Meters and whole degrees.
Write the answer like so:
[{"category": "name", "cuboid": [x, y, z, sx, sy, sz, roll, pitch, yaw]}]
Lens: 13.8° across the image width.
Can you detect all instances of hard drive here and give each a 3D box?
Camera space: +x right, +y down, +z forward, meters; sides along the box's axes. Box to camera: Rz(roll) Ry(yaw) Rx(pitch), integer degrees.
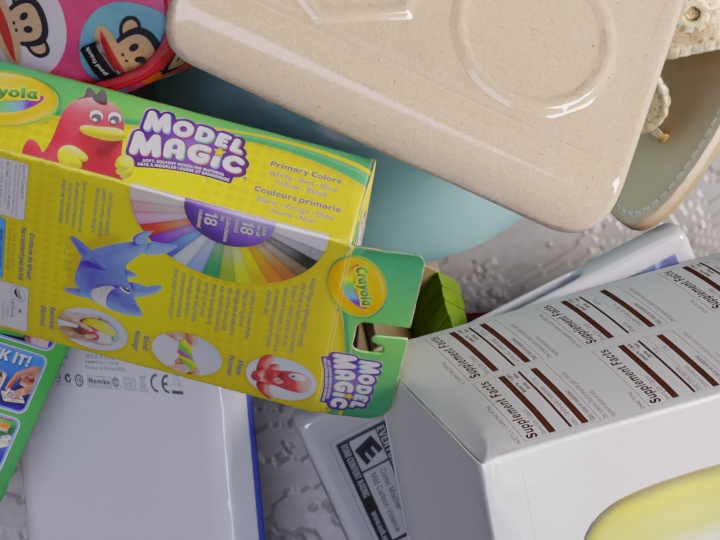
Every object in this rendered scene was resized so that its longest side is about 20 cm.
[{"category": "hard drive", "cuboid": [-0.097, 0.085, 1.288, 0.131, 0.025, 0.202, 3, 101, 42]}]

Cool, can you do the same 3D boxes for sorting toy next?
[{"category": "sorting toy", "cuboid": [0.039, -0.136, 1.143, 0.184, 0.036, 0.201, 24, 73, -9]}]

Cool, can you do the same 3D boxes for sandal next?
[{"category": "sandal", "cuboid": [0.135, -0.126, 1.233, 0.069, 0.078, 0.213, 26, 95, -33]}]

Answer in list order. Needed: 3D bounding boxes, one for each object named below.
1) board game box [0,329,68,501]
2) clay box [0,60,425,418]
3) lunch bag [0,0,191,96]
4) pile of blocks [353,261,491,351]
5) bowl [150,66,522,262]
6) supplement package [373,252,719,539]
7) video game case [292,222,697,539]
[{"category": "board game box", "cuboid": [-0.220, 0.014, 1.234, 0.199, 0.029, 0.135, 18, 110, -21]}, {"category": "clay box", "cuboid": [-0.074, -0.011, 1.155, 0.199, 0.048, 0.115, 14, 143, 1]}, {"category": "lunch bag", "cuboid": [-0.144, -0.160, 1.168, 0.175, 0.082, 0.201, -14, 97, 36]}, {"category": "pile of blocks", "cuboid": [0.000, 0.000, 1.266, 0.200, 0.082, 0.062, 36, 113, 0]}, {"category": "bowl", "cuboid": [0.009, -0.111, 1.212, 0.199, 0.105, 0.202, 0, 79, -1]}, {"category": "supplement package", "cuboid": [0.132, 0.112, 1.186, 0.199, 0.147, 0.193, -15, 109, -12]}, {"category": "video game case", "cuboid": [0.089, 0.106, 1.264, 0.181, 0.023, 0.201, -26, 110, -7]}]
